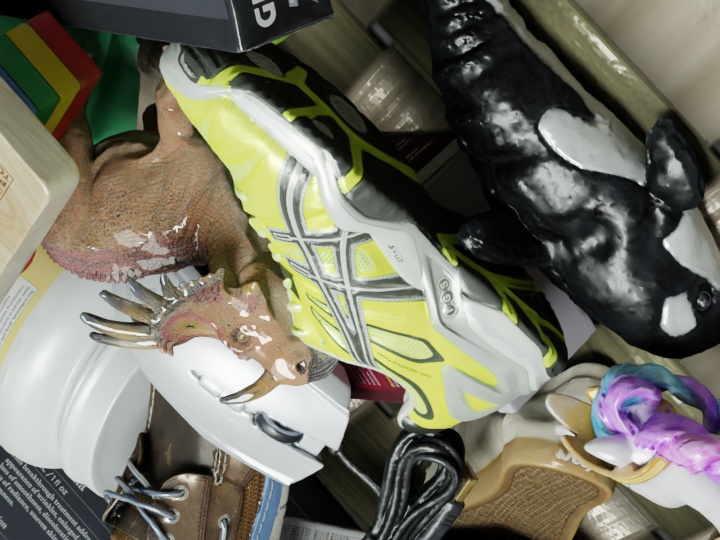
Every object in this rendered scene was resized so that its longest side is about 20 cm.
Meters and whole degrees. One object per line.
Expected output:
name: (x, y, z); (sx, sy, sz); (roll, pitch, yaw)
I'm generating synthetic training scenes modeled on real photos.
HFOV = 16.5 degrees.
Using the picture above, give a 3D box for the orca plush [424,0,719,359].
orca plush: (0.066, -0.037, 0.937); (0.105, 0.071, 0.200); (8, 135, 52)

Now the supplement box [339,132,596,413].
supplement box: (0.000, 0.000, 1.100); (0.200, 0.061, 0.109); (2, 129, 54)

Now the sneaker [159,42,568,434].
sneaker: (-0.009, -0.010, 0.953); (0.200, 0.076, 0.075); (45, -162, -16)

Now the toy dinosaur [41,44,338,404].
toy dinosaur: (-0.093, -0.021, 1.052); (0.086, 0.136, 0.200); (18, 174, -39)

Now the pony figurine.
pony figurine: (0.177, 0.106, 0.918); (0.200, 0.167, 0.193); (38, 165, -19)

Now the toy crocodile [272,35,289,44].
toy crocodile: (-0.029, -0.140, 0.951); (0.068, 0.062, 0.200); (60, 151, 11)

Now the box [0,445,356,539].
box: (-0.126, 0.153, 1.367); (0.200, 0.182, 0.104); (51, 154, -7)

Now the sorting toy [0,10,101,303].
sorting toy: (-0.198, -0.072, 1.023); (0.200, 0.070, 0.199); (48, 142, 5)

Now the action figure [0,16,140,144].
action figure: (-0.119, -0.133, 1.096); (0.118, 0.055, 0.200); (45, 155, 7)

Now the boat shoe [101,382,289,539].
boat shoe: (-0.080, 0.113, 1.179); (0.072, 0.072, 0.200); (22, 125, 43)

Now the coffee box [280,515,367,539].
coffee box: (0.032, 0.176, 1.231); (0.113, 0.080, 0.200); (20, 170, -34)

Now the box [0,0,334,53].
box: (-0.101, -0.188, 0.923); (0.200, 0.050, 0.199); (17, 127, 54)

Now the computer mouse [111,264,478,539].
computer mouse: (-0.045, 0.059, 1.094); (0.200, 0.044, 0.110); (43, 124, 11)

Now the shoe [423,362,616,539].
shoe: (0.075, 0.089, 1.138); (0.070, 0.053, 0.200); (16, 161, -11)

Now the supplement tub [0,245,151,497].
supplement tub: (-0.166, 0.009, 1.263); (0.200, 0.145, 0.145); (36, 152, 21)
